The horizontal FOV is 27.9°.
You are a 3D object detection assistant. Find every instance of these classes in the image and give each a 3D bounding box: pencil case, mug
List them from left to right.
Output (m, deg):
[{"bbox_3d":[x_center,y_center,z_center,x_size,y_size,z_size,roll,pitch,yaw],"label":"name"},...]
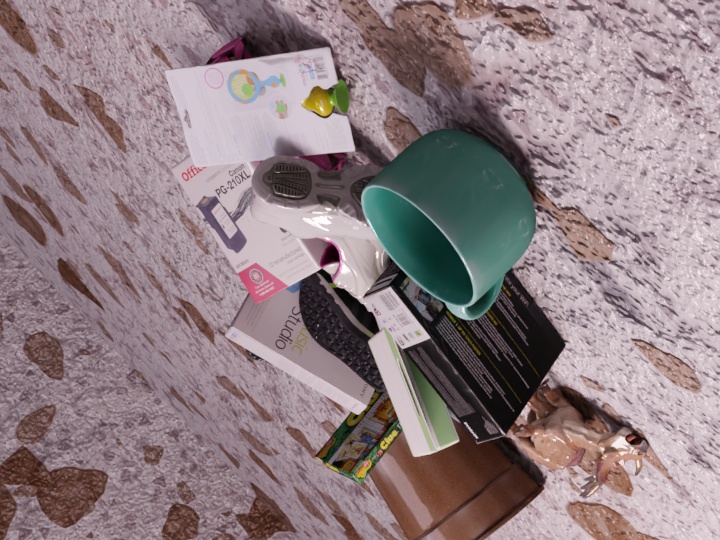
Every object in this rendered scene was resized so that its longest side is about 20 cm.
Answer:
[{"bbox_3d":[-0.100,-0.167,1.634,0.200,0.091,0.094,47,157,-7],"label":"pencil case"},{"bbox_3d":[0.091,-0.052,1.391,0.152,0.114,0.185,43,162,12],"label":"mug"}]

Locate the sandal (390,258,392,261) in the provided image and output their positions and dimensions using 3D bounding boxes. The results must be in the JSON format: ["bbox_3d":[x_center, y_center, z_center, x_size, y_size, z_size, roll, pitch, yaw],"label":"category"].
[{"bbox_3d":[-0.031,-0.045,1.804,0.200,0.048,0.076,17,146,35],"label":"sandal"}]

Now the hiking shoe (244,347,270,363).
[{"bbox_3d":[-0.064,0.096,1.900,0.199,0.075,0.087,19,-175,-21],"label":"hiking shoe"}]

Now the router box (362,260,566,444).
[{"bbox_3d":[0.111,0.055,1.501,0.051,0.149,0.200,-24,109,48],"label":"router box"}]

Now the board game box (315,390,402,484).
[{"bbox_3d":[0.032,0.179,1.858,0.023,0.200,0.105,46,163,-23],"label":"board game box"}]

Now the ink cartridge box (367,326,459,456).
[{"bbox_3d":[0.062,0.125,1.565,0.200,0.048,0.146,127,122,-79],"label":"ink cartridge box"}]

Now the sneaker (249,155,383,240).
[{"bbox_3d":[-0.028,-0.068,1.584,0.199,0.078,0.099,14,155,-10],"label":"sneaker"}]

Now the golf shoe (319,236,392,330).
[{"bbox_3d":[0.000,0.000,1.685,0.075,0.091,0.201,-126,17,-57],"label":"golf shoe"}]

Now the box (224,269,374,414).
[{"bbox_3d":[-0.054,0.071,1.833,0.199,0.145,0.036,31,149,-9],"label":"box"}]

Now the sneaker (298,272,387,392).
[{"bbox_3d":[0.005,0.075,1.784,0.200,0.083,0.072,46,133,24],"label":"sneaker"}]

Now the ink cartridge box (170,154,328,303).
[{"bbox_3d":[-0.118,-0.081,1.745,0.144,0.084,0.201,-28,97,49],"label":"ink cartridge box"}]

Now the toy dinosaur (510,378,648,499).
[{"bbox_3d":[0.231,0.198,1.649,0.135,0.086,0.200,42,168,-5],"label":"toy dinosaur"}]

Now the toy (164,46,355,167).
[{"bbox_3d":[-0.102,-0.178,1.554,0.199,0.047,0.116,-2,116,27],"label":"toy"}]

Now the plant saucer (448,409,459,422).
[{"bbox_3d":[0.090,0.083,1.639,0.201,0.038,0.202,168,90,-74],"label":"plant saucer"}]

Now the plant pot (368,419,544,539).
[{"bbox_3d":[0.107,0.269,1.918,0.199,0.200,0.200,53,163,8],"label":"plant pot"}]
